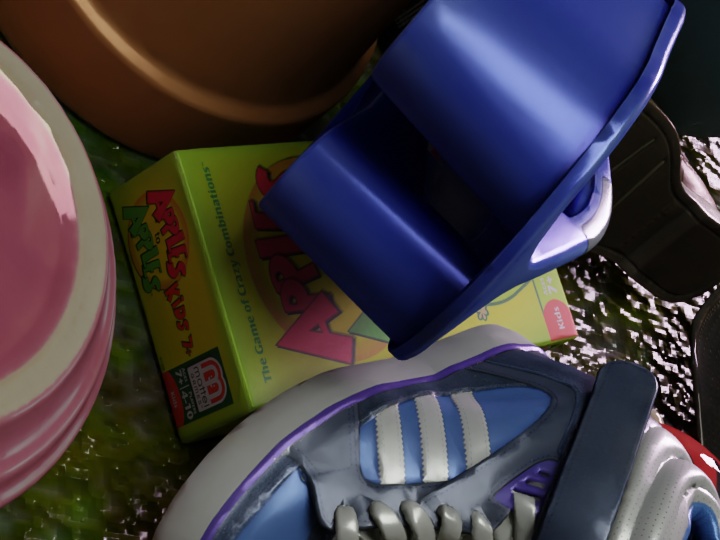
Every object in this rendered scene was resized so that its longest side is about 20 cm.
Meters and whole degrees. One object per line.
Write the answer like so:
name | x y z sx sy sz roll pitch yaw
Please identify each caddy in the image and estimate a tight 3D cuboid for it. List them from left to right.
caddy | 0.051 -0.049 0.613 0.105 0.142 0.200 40 31 -3

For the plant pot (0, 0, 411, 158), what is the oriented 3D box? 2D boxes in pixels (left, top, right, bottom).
plant pot | -0.043 -0.159 0.660 0.199 0.139 0.202 19 60 -37

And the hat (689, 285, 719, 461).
hat | 0.244 0.091 0.847 0.199 0.080 0.203 15 69 -45

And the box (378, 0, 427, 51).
box | 0.054 -0.190 0.721 0.043 0.199 0.162 -29 91 -40

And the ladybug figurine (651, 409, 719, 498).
ladybug figurine | 0.130 0.151 0.732 0.135 0.072 0.202 25 56 -34

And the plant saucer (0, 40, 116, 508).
plant saucer | -0.158 -0.014 0.546 0.199 0.051 0.203 20 58 -36

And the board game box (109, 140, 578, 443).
board game box | 0.000 0.000 0.694 0.199 0.047 0.103 -9 78 -46

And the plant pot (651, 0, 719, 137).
plant pot | 0.178 -0.164 0.831 0.162 0.198 0.202 79 19 -55

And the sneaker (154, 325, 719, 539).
sneaker | 0.042 0.100 0.594 0.199 0.081 0.146 -23 46 -37

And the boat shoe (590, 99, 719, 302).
boat shoe | 0.118 -0.050 0.799 0.200 0.072 0.068 44 16 -53
